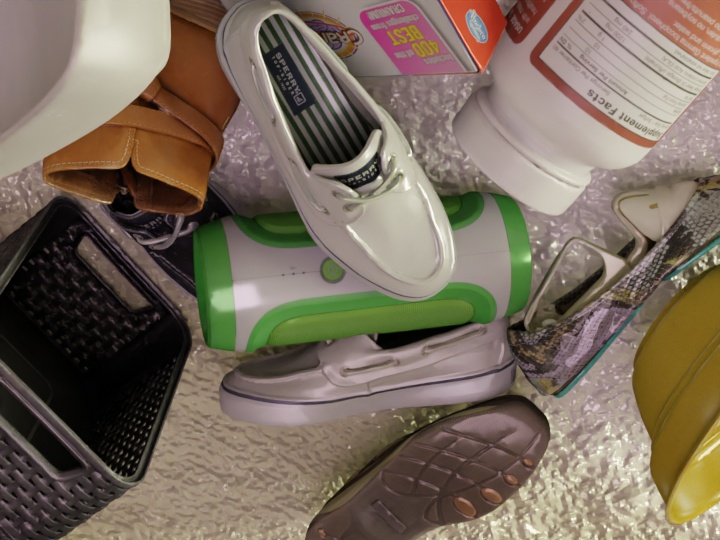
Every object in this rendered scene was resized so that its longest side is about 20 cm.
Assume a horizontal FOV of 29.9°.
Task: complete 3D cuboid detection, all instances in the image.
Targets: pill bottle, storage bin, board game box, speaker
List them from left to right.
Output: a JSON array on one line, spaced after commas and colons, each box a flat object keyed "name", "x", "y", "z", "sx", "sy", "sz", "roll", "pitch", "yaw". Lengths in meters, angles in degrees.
[{"name": "storage bin", "x": -0.194, "y": 0.061, "z": 0.830, "sx": 0.093, "sy": 0.200, "sz": 0.135, "roll": -35, "pitch": 109, "yaw": 19}, {"name": "board game box", "x": -0.031, "y": -0.184, "z": 0.706, "sx": 0.152, "sy": 0.041, "sz": 0.200, "roll": 5, "pitch": 145, "yaw": 38}, {"name": "speaker", "x": 0.000, "y": 0.000, "z": 0.829, "sx": 0.198, "sy": 0.089, "sz": 0.089, "roll": -6, "pitch": 116, "yaw": -11}, {"name": "pill bottle", "x": 0.144, "y": -0.132, "z": 0.754, "sx": 0.112, "sy": 0.112, "sz": 0.200, "roll": 34, "pitch": 114, "yaw": -12}]

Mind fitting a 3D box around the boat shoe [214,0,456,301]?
[{"name": "boat shoe", "x": -0.011, "y": -0.058, "z": 0.736, "sx": 0.073, "sy": 0.067, "sz": 0.200, "roll": -42, "pitch": 108, "yaw": -5}]

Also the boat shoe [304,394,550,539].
[{"name": "boat shoe", "x": 0.043, "y": 0.136, "z": 0.921, "sx": 0.199, "sy": 0.073, "sz": 0.075, "roll": -34, "pitch": 106, "yaw": 24}]

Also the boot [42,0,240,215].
[{"name": "boot", "x": -0.166, "y": -0.114, "z": 0.768, "sx": 0.198, "sy": 0.157, "sz": 0.077, "roll": 13, "pitch": 154, "yaw": -13}]

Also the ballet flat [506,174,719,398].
[{"name": "ballet flat", "x": 0.167, "y": -0.008, "z": 0.837, "sx": 0.072, "sy": 0.072, "sz": 0.200, "roll": 42, "pitch": 100, "yaw": -15}]

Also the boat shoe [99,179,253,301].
[{"name": "boat shoe", "x": -0.126, "y": -0.043, "z": 0.849, "sx": 0.071, "sy": 0.068, "sz": 0.201, "roll": -26, "pitch": 111, "yaw": 16}]

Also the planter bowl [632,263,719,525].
[{"name": "planter bowl", "x": 0.229, "y": 0.056, "z": 0.837, "sx": 0.083, "sy": 0.200, "sz": 0.201, "roll": 42, "pitch": 118, "yaw": 27}]

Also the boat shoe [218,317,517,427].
[{"name": "boat shoe", "x": 0.003, "y": 0.056, "z": 0.887, "sx": 0.198, "sy": 0.072, "sz": 0.066, "roll": -5, "pitch": 111, "yaw": 6}]

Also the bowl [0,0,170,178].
[{"name": "bowl", "x": -0.159, "y": -0.147, "z": 0.664, "sx": 0.074, "sy": 0.202, "sz": 0.199, "roll": 5, "pitch": 164, "yaw": -40}]
